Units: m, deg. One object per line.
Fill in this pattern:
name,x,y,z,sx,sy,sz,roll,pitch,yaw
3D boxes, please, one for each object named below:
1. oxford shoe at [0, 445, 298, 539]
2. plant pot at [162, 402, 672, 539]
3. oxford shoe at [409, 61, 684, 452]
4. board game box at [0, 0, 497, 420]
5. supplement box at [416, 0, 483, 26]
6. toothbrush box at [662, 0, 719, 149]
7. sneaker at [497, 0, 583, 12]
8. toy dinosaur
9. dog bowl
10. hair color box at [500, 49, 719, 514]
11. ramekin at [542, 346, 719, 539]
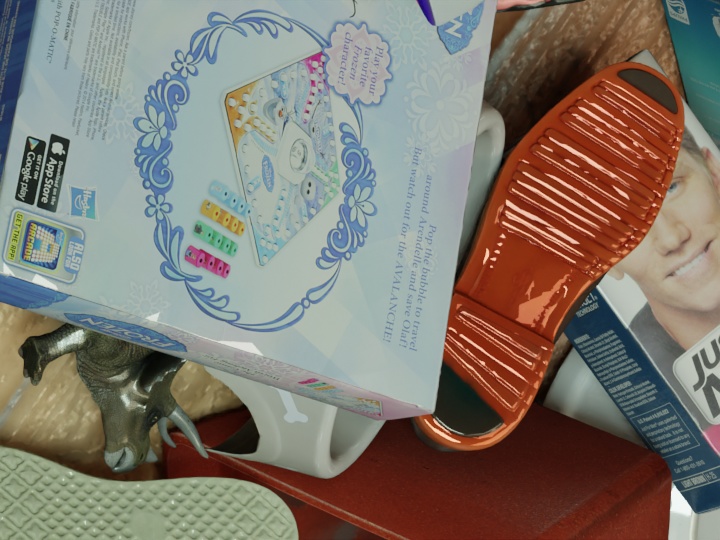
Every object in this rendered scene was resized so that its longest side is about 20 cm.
oxford shoe,-0.126,0.119,1.137,0.199,0.075,0.058,7,144,-21
plant pot,0.041,0.157,1.253,0.176,0.199,0.201,-29,129,-42
oxford shoe,0.077,-0.007,1.203,0.071,0.073,0.200,35,78,-2
board game box,-0.045,-0.065,0.999,0.199,0.043,0.201,19,72,-31
supplement box,0.021,-0.209,0.977,0.101,0.200,0.103,-27,162,0
toothbrush box,0.249,-0.100,1.372,0.146,0.085,0.200,-40,131,-21
sneaker,0.044,-0.154,1.173,0.200,0.074,0.087,-14,99,-44
toy dinosaur,-0.087,-0.001,1.109,0.102,0.077,0.200,-2,139,-37
dog bowl,0.000,0.000,1.150,0.200,0.059,0.200,-59,168,-22
hair color box,0.149,0.006,1.276,0.100,0.061,0.200,-37,91,-23
ramekin,0.181,0.111,1.386,0.202,0.094,0.203,-15,110,-45
